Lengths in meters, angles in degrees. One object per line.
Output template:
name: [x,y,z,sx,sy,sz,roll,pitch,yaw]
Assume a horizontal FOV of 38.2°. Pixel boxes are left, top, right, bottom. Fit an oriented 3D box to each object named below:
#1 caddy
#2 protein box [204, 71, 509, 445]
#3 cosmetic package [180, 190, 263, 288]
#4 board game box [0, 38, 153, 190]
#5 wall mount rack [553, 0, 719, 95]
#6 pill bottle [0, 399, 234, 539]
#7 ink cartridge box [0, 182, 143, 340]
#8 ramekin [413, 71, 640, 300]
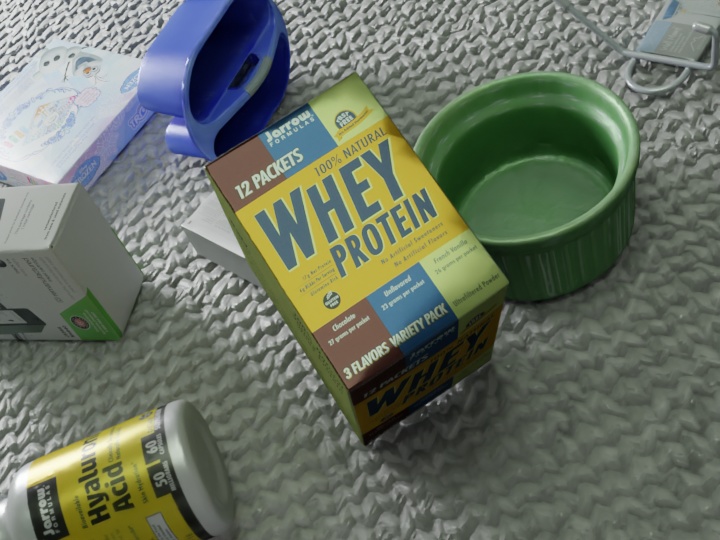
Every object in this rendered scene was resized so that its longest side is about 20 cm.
caddy: [-0.145,-0.209,1.112,0.103,0.142,0.202,8,56,29]
protein box: [0.000,0.000,0.804,0.134,0.200,0.200,-32,72,-8]
cosmetic package: [-0.074,-0.022,0.991,0.198,0.051,0.083,26,63,35]
board game box: [-0.353,-0.181,1.232,0.197,0.044,0.201,18,60,32]
wall mount rack: [0.298,-0.273,1.043,0.172,0.075,0.201,20,60,32]
pill bottle: [-0.209,0.190,0.827,0.197,0.112,0.112,-23,47,1]
ink cartridge box: [-0.335,-0.004,1.011,0.196,0.146,0.085,-2,52,19]
ramekin: [0.149,-0.071,0.916,0.196,0.098,0.202,-11,49,12]
